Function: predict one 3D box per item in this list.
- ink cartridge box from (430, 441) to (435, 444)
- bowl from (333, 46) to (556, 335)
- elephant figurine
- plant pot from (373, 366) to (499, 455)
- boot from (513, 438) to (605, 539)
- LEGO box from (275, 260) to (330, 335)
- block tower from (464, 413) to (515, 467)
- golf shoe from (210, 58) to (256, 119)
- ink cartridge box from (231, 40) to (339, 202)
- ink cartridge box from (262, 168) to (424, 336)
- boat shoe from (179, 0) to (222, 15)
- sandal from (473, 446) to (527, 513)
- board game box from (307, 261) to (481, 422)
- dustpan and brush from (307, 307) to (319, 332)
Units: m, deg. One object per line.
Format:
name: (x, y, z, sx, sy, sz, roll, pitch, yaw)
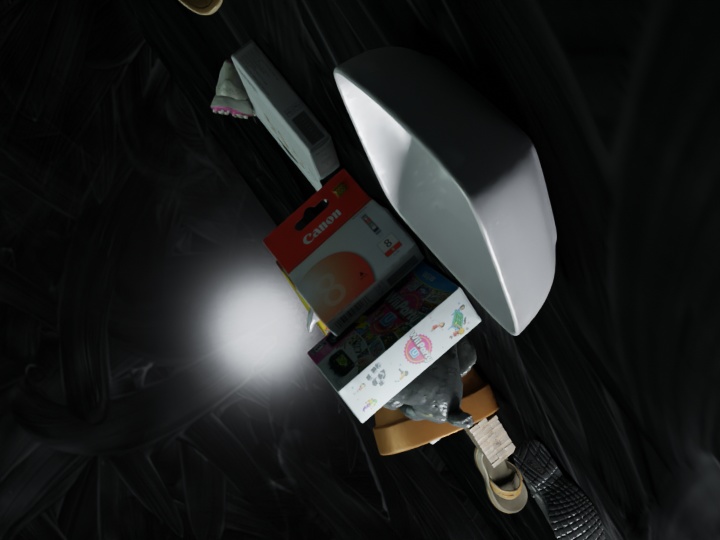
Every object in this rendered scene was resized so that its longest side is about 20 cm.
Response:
ink cartridge box: (0.107, 0.181, 1.733, 0.201, 0.116, 0.067, 56, 173, -21)
bowl: (0.075, -0.072, 0.764, 0.200, 0.074, 0.201, 49, 173, 38)
elephant figurine: (0.098, 0.100, 1.405, 0.154, 0.202, 0.141, 28, 161, -11)
plant pot: (0.097, 0.179, 1.541, 0.200, 0.197, 0.142, 130, 119, -84)
boot: (0.294, 0.341, 1.485, 0.202, 0.069, 0.132, 63, -179, 22)
LEGO box: (-0.040, 0.016, 1.783, 0.077, 0.148, 0.201, 47, 172, 39)
block tower: (0.193, 0.241, 1.705, 0.201, 0.054, 0.058, 58, 173, -29)
golf shoe: (-0.186, -0.293, 1.618, 0.200, 0.074, 0.093, -71, -11, -79)
ink cartridge box: (-0.101, -0.213, 1.473, 0.201, 0.043, 0.174, 52, 174, 19)
ink cartridge box: (-0.032, -0.037, 1.361, 0.200, 0.162, 0.050, 49, 180, 29)
boat shoe: (-0.241, -0.416, 1.336, 0.201, 0.074, 0.066, 54, -173, 10)
sandal: (0.272, 0.389, 1.896, 0.054, 0.080, 0.202, 13, 140, 46)
board game box: (0.040, 0.086, 1.309, 0.065, 0.199, 0.147, 53, 174, -25)
dustpan and brush: (-0.037, -0.007, 1.465, 0.140, 0.056, 0.204, -141, 60, -72)
